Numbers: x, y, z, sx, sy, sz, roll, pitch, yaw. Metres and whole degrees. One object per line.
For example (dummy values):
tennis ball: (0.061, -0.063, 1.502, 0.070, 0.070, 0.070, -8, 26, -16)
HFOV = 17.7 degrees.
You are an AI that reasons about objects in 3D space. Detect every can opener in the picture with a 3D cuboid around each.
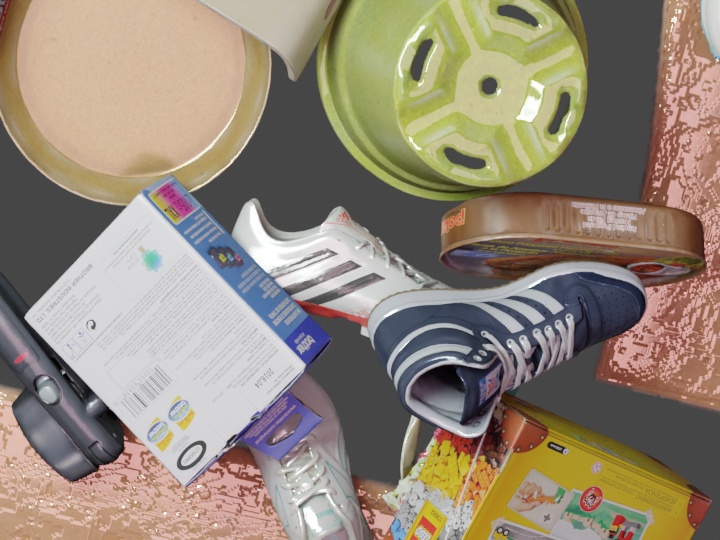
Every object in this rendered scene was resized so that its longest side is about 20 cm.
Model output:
can opener: (-0.237, 0.061, 1.650, 0.078, 0.063, 0.201, -34, 102, 1)

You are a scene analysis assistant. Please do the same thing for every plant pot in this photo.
plant pot: (-0.163, -0.148, 1.640, 0.198, 0.027, 0.202, -1, 101, -6)
plant pot: (0.076, -0.133, 1.586, 0.198, 0.184, 0.202, -1, 101, -6)

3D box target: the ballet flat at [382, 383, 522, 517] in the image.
ballet flat: (0.072, 0.103, 1.691, 0.064, 0.076, 0.201, 25, 92, 24)

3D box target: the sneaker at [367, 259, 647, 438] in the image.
sneaker: (0.110, 0.055, 1.589, 0.198, 0.109, 0.071, -8, 121, -5)

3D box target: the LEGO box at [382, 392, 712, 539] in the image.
LEGO box: (0.134, 0.186, 1.666, 0.199, 0.077, 0.150, 25, 97, -34)

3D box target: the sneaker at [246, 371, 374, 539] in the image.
sneaker: (-0.034, 0.155, 1.680, 0.070, 0.080, 0.202, -23, 100, 1)

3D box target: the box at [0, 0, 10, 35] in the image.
box: (-0.298, -0.195, 1.571, 0.099, 0.095, 0.202, 20, 98, 10)

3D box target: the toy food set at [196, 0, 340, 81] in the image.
toy food set: (-0.095, -0.243, 1.603, 0.199, 0.060, 0.144, 31, 72, -6)

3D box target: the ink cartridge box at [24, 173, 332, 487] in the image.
ink cartridge box: (-0.117, 0.053, 1.620, 0.200, 0.076, 0.136, 47, 112, 1)

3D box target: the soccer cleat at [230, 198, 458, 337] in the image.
soccer cleat: (0.000, 0.000, 1.660, 0.198, 0.069, 0.086, 10, 101, 0)

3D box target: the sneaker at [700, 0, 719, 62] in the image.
sneaker: (0.305, -0.236, 1.644, 0.076, 0.081, 0.201, 23, 98, -11)

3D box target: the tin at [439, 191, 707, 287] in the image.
tin: (0.152, -0.021, 1.640, 0.198, 0.112, 0.042, 6, 78, -21)
